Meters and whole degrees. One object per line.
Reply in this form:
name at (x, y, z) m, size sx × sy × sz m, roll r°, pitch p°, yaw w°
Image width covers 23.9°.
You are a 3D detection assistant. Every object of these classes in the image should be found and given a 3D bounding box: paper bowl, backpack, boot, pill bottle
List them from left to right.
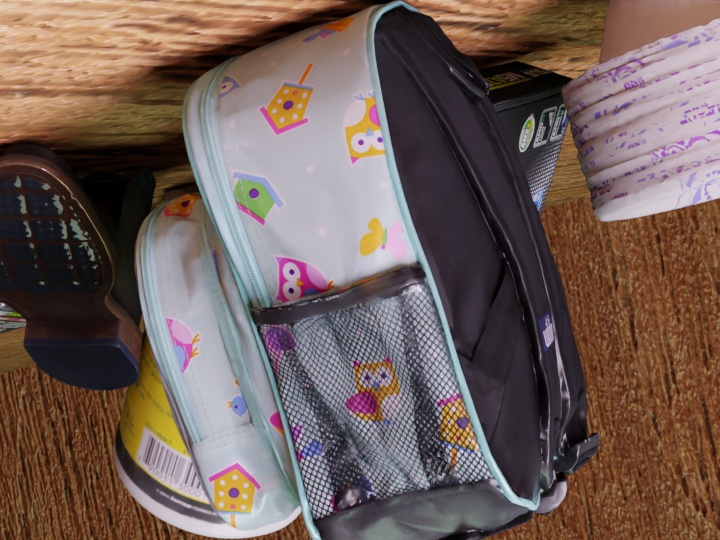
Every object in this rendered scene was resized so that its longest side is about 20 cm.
boot at (-0.144, -0.027, 0.831) m, size 0.074 × 0.097 × 0.200 m, roll 3°, pitch 150°, yaw 3°
pill bottle at (-0.056, 0.032, 0.898) m, size 0.114 × 0.201 × 0.114 m, roll 15°, pitch -151°, yaw -8°
backpack at (0.000, 0.000, 0.677) m, size 0.153 × 0.201 × 0.176 m, roll -10°, pitch -176°, yaw 19°
paper bowl at (0.186, -0.095, 0.737) m, size 0.200 × 0.105 × 0.201 m, roll -15°, pitch 178°, yaw 0°

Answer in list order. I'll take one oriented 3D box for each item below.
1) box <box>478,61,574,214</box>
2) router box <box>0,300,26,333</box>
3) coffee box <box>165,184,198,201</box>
box at (0.038, -0.001, 0.862) m, size 0.047 × 0.201 × 0.193 m, roll 21°, pitch -162°, yaw 17°
router box at (-0.253, 0.013, 0.936) m, size 0.149 × 0.062 × 0.200 m, roll -15°, pitch 178°, yaw -1°
coffee box at (-0.018, -0.012, 1.110) m, size 0.199 × 0.115 × 0.080 m, roll -14°, pitch 160°, yaw -13°
